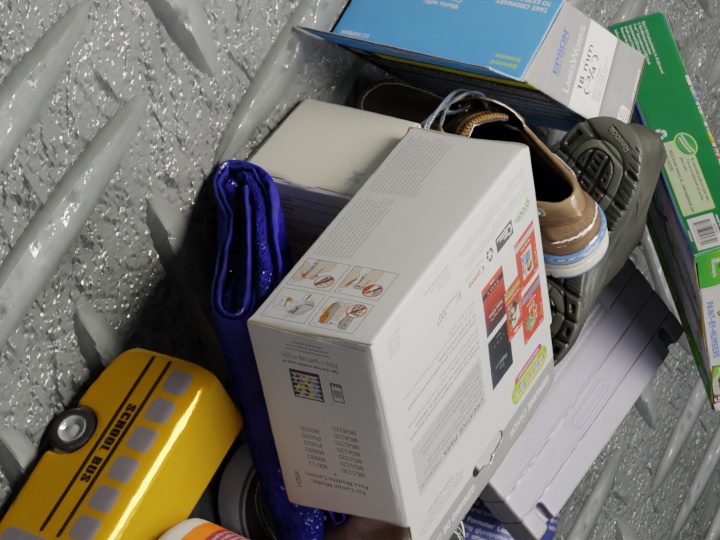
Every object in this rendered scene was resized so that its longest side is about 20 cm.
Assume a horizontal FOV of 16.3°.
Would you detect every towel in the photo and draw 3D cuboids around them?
[{"bbox_3d":[-0.046,0.050,1.494,0.148,0.049,0.201,-92,172,-50],"label":"towel"}]

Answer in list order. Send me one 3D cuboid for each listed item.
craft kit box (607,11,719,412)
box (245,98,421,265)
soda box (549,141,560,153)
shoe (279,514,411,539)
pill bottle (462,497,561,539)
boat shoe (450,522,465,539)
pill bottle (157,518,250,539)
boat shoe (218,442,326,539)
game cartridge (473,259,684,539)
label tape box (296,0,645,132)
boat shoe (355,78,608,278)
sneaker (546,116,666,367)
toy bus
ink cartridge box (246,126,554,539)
[{"bbox_3d":[0.223,-0.038,1.707,0.198,0.048,0.201,76,-1,-56],"label":"craft kit box"},{"bbox_3d":[0.000,0.000,1.567,0.078,0.094,0.201,-50,143,-36],"label":"box"},{"bbox_3d":[0.123,-0.028,1.787,0.200,0.063,0.069,-33,128,-50],"label":"soda box"},{"bbox_3d":[-0.020,0.194,1.551,0.070,0.200,0.054,25,46,-23],"label":"shoe"},{"bbox_3d":[0.081,0.167,1.750,0.116,0.115,0.201,27,80,-59],"label":"pill bottle"},{"bbox_3d":[0.041,0.245,1.624,0.074,0.068,0.200,43,57,-39],"label":"boat shoe"},{"bbox_3d":[-0.029,0.221,1.365,0.110,0.199,0.110,-54,157,-36],"label":"pill bottle"},{"bbox_3d":[-0.029,0.181,1.621,0.070,0.066,0.200,-58,145,-28],"label":"boat shoe"},{"bbox_3d":[0.127,0.067,1.695,0.130,0.038,0.200,48,62,-18],"label":"game cartridge"},{"bbox_3d":[0.074,-0.144,1.575,0.200,0.143,0.064,21,85,-60],"label":"label tape box"},{"bbox_3d":[0.072,-0.075,1.545,0.072,0.199,0.073,-46,147,-21],"label":"boat shoe"},{"bbox_3d":[0.140,-0.008,1.608,0.091,0.076,0.201,-11,137,-58],"label":"sneaker"},{"bbox_3d":[-0.150,0.142,1.393,0.201,0.078,0.065,-59,146,-26],"label":"toy bus"},{"bbox_3d":[0.031,0.047,1.452,0.200,0.083,0.176,-50,140,-43],"label":"ink cartridge box"}]
